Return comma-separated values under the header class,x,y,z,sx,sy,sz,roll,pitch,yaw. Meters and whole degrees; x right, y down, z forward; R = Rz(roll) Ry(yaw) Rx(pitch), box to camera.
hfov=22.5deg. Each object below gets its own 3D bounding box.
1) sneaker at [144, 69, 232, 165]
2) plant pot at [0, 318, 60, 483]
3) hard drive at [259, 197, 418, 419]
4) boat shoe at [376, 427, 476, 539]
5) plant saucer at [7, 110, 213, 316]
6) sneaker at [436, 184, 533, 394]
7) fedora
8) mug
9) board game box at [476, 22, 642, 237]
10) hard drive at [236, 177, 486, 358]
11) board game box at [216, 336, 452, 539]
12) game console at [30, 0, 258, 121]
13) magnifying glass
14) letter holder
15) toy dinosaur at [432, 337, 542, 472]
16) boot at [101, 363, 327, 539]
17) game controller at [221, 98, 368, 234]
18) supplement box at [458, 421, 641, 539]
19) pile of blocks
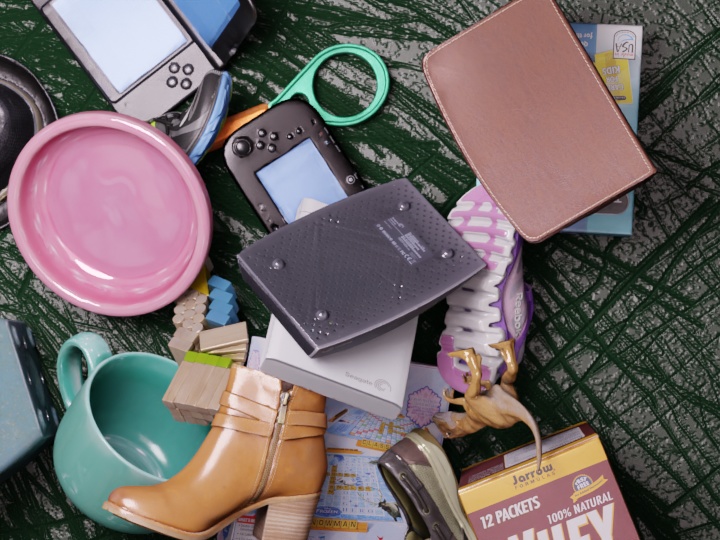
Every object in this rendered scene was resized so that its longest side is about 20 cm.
class,x,y,z,sx,sy,sz,roll,pitch,yaw
sneaker,-0.196,-0.117,1.725,0.083,0.071,0.200,42,108,-7
plant pot,-0.397,0.131,1.698,0.200,0.196,0.196,-17,87,-1
hard drive,-0.011,0.031,1.655,0.132,0.027,0.200,21,48,-10
boat shoe,0.069,0.247,1.684,0.066,0.072,0.201,-26,102,-20
plant saucer,-0.230,-0.057,1.695,0.200,0.051,0.201,6,113,14
sneaker,0.126,0.015,1.703,0.080,0.088,0.200,15,106,40
fedora,-0.394,-0.124,1.747,0.201,0.092,0.201,0,88,4
mug,-0.214,0.159,1.708,0.152,0.185,0.114,13,131,-28
board game box,0.189,-0.136,1.728,0.151,0.047,0.200,3,89,4
hard drive,0.000,0.000,1.629,0.200,0.042,0.135,-26,62,-32
board game box,-0.022,0.174,1.696,0.200,0.041,0.200,11,89,-24
game console,-0.215,-0.262,1.726,0.176,0.116,0.200,-37,86,2
magnifying glass,-0.067,-0.160,1.762,0.200,0.022,0.080,-21,88,2
letter holder,0.159,-0.136,1.658,0.142,0.101,0.200,-31,87,5
toy dinosaur,0.126,0.118,1.615,0.060,0.200,0.106,-13,91,-21
boot,-0.121,0.160,1.593,0.200,0.077,0.155,8,91,-17
game controller,-0.045,-0.064,1.737,0.104,0.042,0.200,-33,94,4
supplement box,0.186,0.257,1.642,0.133,0.200,0.197,-22,87,4
pile of blocks,-0.139,0.069,1.708,0.082,0.062,0.200,-11,50,7
